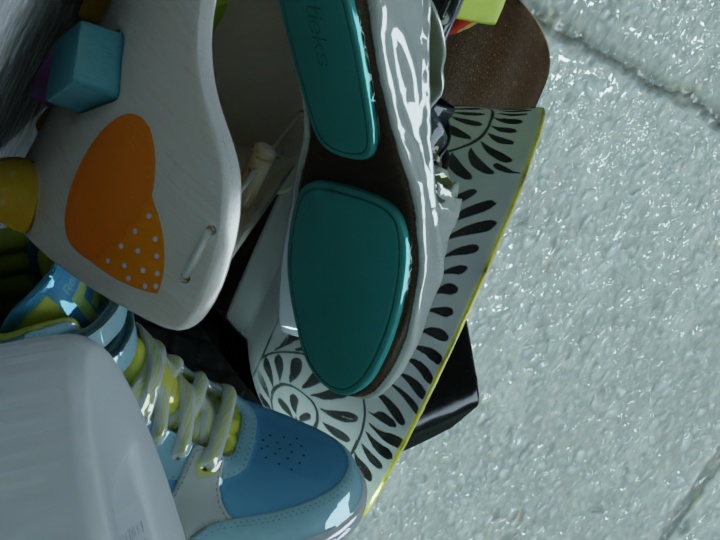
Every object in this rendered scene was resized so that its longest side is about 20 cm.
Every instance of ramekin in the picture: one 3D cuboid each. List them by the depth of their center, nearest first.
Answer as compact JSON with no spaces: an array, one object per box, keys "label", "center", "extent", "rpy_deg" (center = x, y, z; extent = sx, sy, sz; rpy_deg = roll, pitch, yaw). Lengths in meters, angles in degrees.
[{"label":"ramekin","center":[-0.113,0.117,0.887],"extent":[0.200,0.098,0.201],"rpy_deg":[-16,90,-88]}]

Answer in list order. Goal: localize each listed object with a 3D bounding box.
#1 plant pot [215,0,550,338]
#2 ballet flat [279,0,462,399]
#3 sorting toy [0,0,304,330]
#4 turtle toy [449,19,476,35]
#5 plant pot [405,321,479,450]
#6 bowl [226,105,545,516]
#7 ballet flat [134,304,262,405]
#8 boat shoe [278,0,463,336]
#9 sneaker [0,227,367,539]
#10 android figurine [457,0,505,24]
[{"label":"plant pot","center":[-0.016,-0.041,1.333],"extent":[0.187,0.187,0.200],"rpy_deg":[119,-11,-62]},{"label":"ballet flat","center":[0.010,-0.045,0.996],"extent":[0.069,0.069,0.200],"rpy_deg":[-61,152,-56]},{"label":"sorting toy","center":[-0.060,-0.101,0.994],"extent":[0.200,0.107,0.180],"rpy_deg":[-62,174,-72]},{"label":"turtle toy","center":[0.012,-0.151,1.194],"extent":[0.200,0.146,0.101],"rpy_deg":[-61,-146,21]},{"label":"plant pot","center":[-0.035,0.031,1.508],"extent":[0.200,0.177,0.200],"rpy_deg":[114,-34,-80]},{"label":"bowl","center":[0.000,0.000,1.171],"extent":[0.201,0.094,0.201],"rpy_deg":[-155,-90,-89]},{"label":"ballet flat","center":[-0.062,0.034,1.223],"extent":[0.057,0.200,0.066],"rpy_deg":[-43,-164,9]},{"label":"boat shoe","center":[0.012,-0.065,1.055],"extent":[0.069,0.057,0.200],"rpy_deg":[-49,153,-80]},{"label":"sneaker","center":[-0.086,0.047,1.019],"extent":[0.131,0.200,0.080],"rpy_deg":[107,-9,-46]},{"label":"android figurine","center":[0.021,-0.172,1.089],"extent":[0.041,0.182,0.200],"rpy_deg":[55,-47,49]}]
